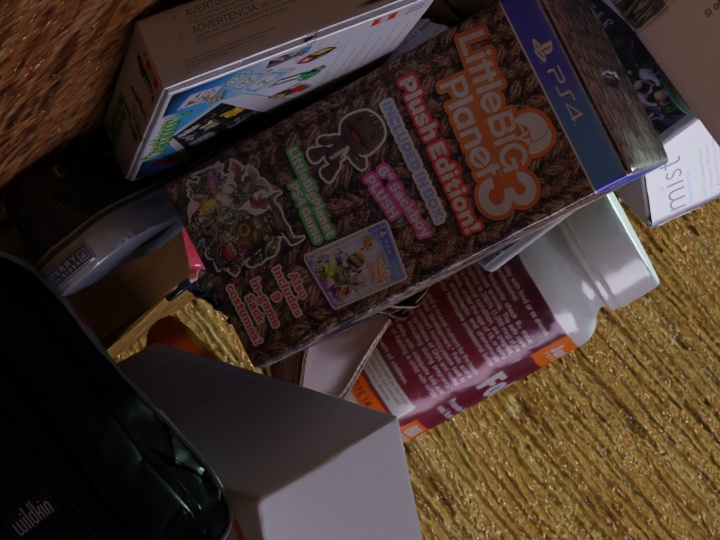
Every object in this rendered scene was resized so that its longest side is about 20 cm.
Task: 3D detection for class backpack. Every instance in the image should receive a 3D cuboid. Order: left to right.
[{"bbox_3d":[-0.182,0.098,1.121,0.150,0.201,0.177,-32,-175,45],"label":"backpack"}]

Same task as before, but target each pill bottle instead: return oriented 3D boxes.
[{"bbox_3d":[0.070,0.015,1.441,0.199,0.115,0.114,-29,-179,9],"label":"pill bottle"}]

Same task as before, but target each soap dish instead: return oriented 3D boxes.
[{"bbox_3d":[-0.192,0.036,1.322,0.157,0.081,0.200,-37,179,-42],"label":"soap dish"}]

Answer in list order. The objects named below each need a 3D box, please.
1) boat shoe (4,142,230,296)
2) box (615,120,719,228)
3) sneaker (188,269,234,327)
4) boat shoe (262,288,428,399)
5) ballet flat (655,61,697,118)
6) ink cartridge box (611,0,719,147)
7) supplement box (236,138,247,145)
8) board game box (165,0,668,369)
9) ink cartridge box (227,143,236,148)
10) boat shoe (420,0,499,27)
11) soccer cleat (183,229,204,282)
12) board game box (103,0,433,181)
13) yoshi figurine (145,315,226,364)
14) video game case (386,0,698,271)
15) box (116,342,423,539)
[{"bbox_3d":[-0.114,-0.041,1.203,0.069,0.057,0.200,-39,179,21],"label":"boat shoe"},{"bbox_3d":[0.203,-0.151,1.324,0.176,0.201,0.097,-24,-138,-9],"label":"box"},{"bbox_3d":[-0.086,0.000,1.546,0.198,0.082,0.074,1,166,-1],"label":"sneaker"},{"bbox_3d":[0.000,0.000,1.295,0.072,0.068,0.201,-9,129,-42],"label":"boat shoe"},{"bbox_3d":[0.177,-0.174,1.178,0.067,0.201,0.064,14,158,-30],"label":"ballet flat"},{"bbox_3d":[0.172,-0.173,1.097,0.144,0.200,0.084,-37,179,16],"label":"ink cartridge box"},{"bbox_3d":[-0.023,-0.047,1.425,0.200,0.066,0.069,-28,130,-75],"label":"supplement box"},{"bbox_3d":[0.032,-0.047,1.155,0.199,0.097,0.159,-28,178,15],"label":"board game box"},{"bbox_3d":[-0.027,-0.113,1.576,0.197,0.047,0.200,-36,175,-20],"label":"ink cartridge box"},{"bbox_3d":[0.034,-0.145,1.100,0.076,0.074,0.200,-37,179,-23],"label":"boat shoe"},{"bbox_3d":[-0.104,-0.052,1.411,0.066,0.077,0.200,-10,163,2],"label":"soccer cleat"},{"bbox_3d":[-0.044,-0.093,1.062,0.126,0.035,0.200,-21,176,-13],"label":"board game box"},{"bbox_3d":[-0.167,0.109,1.376,0.200,0.112,0.112,-51,-138,-7],"label":"yoshi figurine"},{"bbox_3d":[0.067,-0.105,1.280,0.200,0.182,0.023,-38,-162,41],"label":"video game case"},{"bbox_3d":[-0.069,0.128,1.246,0.097,0.125,0.199,-28,-152,-35],"label":"box"}]
